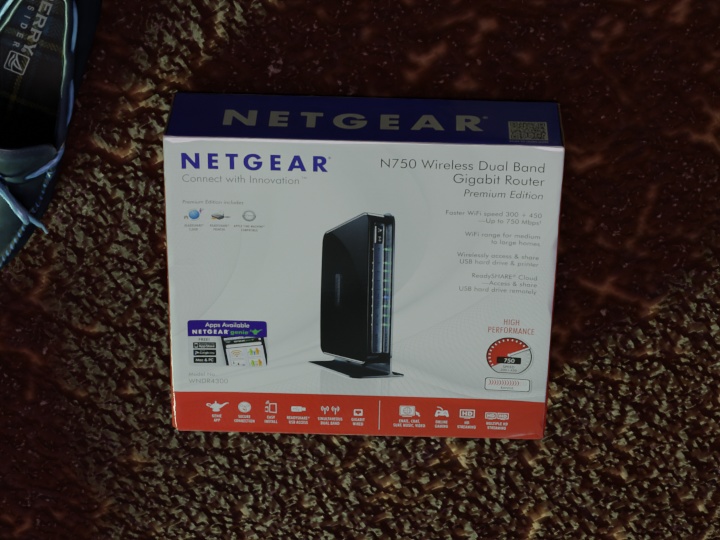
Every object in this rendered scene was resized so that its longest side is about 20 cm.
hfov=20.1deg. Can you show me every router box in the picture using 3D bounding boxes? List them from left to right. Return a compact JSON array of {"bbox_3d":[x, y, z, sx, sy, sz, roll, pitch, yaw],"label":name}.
[{"bbox_3d":[0.000,0.000,1.049,0.199,0.049,0.180,1,122,1],"label":"router box"}]

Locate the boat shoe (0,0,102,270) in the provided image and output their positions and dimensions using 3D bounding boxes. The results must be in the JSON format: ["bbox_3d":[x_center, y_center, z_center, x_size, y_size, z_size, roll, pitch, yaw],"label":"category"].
[{"bbox_3d":[-0.181,-0.076,0.995,0.084,0.069,0.200,13,122,-6],"label":"boat shoe"}]
